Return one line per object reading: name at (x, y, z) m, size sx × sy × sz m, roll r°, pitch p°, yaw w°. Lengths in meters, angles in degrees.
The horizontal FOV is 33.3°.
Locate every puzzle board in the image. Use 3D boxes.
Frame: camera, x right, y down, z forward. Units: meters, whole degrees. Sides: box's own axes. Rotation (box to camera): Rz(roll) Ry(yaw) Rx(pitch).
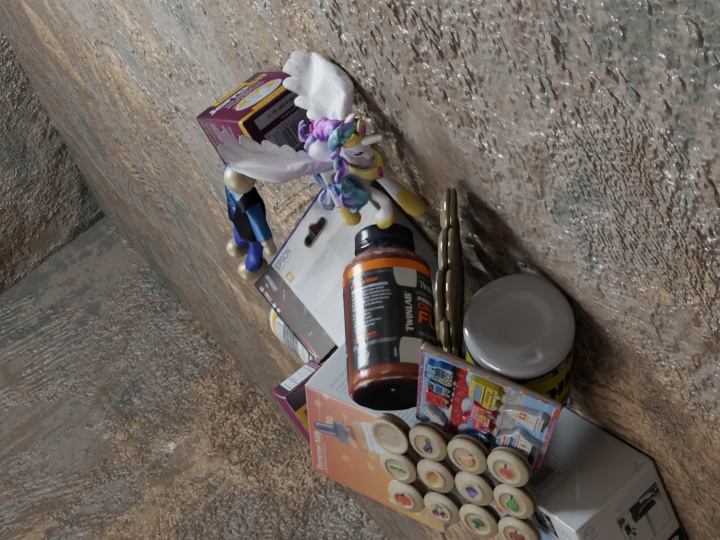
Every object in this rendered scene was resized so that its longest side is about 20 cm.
puzzle board at (0.128, 0.151, 1.263) m, size 0.149 × 0.018 × 0.201 m, roll 24°, pitch 156°, yaw 13°

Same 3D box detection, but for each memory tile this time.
memory tile at (0.097, 0.022, 1.289) m, size 0.201 × 0.017 × 0.155 m, roll 77°, pitch -166°, yaw -58°
memory tile at (0.106, 0.238, 1.356) m, size 0.198 × 0.017 × 0.155 m, roll 12°, pitch 131°, yaw 31°

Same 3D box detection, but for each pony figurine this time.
pony figurine at (-0.031, -0.130, 1.327) m, size 0.192 × 0.167 × 0.200 m, roll 24°, pitch 162°, yaw 29°

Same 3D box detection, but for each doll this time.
doll at (-0.143, -0.068, 1.520) m, size 0.137 × 0.048 × 0.201 m, roll 59°, pitch 162°, yaw 29°

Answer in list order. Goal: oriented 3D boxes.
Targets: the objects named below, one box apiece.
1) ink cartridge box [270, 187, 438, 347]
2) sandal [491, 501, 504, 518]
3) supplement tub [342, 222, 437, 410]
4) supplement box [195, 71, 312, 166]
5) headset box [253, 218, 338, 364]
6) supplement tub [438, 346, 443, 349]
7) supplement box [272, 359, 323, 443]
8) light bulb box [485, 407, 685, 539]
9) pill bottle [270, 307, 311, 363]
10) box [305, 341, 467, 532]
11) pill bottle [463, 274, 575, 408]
ink cartridge box at (0.000, 0.000, 1.515) m, size 0.200 × 0.043 × 0.197 m, roll 50°, pitch 130°, yaw 14°
sandal at (0.177, 0.238, 1.521) m, size 0.079 × 0.059 × 0.208 m, roll 2°, pitch 125°, yaw 42°
supplement tub at (0.033, 0.049, 1.370) m, size 0.107 × 0.105 × 0.202 m, roll 82°, pitch -176°, yaw -64°
supplement box at (-0.115, -0.183, 1.494) m, size 0.086 × 0.110 × 0.200 m, roll 57°, pitch 165°, yaw -20°
headset box at (-0.034, 0.006, 1.620) m, size 0.149 × 0.075 × 0.200 m, roll 50°, pitch 131°, yaw 9°
supplement tub at (0.111, 0.221, 1.703) m, size 0.201 × 0.140 × 0.140 m, roll 58°, pitch 164°, yaw -24°
supplement box at (-0.019, 0.170, 1.831) m, size 0.111 × 0.199 × 0.086 m, roll 54°, pitch 168°, yaw -10°
light bulb box at (0.264, 0.286, 1.411) m, size 0.198 × 0.124 × 0.201 m, roll 30°, pitch 154°, yaw 56°
pill bottle at (-0.058, 0.109, 2.021) m, size 0.200 × 0.116 × 0.117 m, roll 36°, pitch 159°, yaw 45°
box at (0.045, 0.197, 1.471) m, size 0.198 × 0.106 × 0.154 m, roll 20°, pitch 133°, yaw 27°
pill bottle at (0.169, 0.100, 1.280) m, size 0.114 × 0.114 × 0.201 m, roll 44°, pitch 165°, yaw 27°
